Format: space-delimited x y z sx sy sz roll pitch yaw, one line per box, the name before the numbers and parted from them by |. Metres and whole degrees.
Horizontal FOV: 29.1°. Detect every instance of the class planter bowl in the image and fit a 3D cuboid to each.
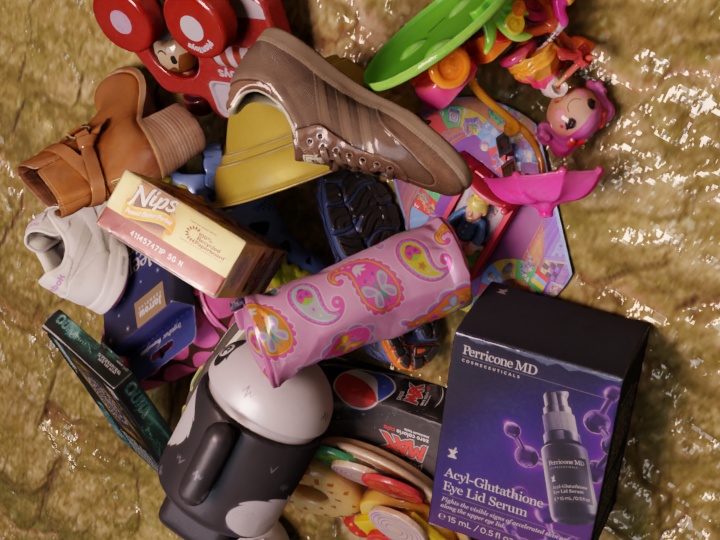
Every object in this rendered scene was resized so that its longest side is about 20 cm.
planter bowl | -0.047 -0.127 1.160 0.199 0.200 0.084 -13 103 38

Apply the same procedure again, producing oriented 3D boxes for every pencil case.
pencil case | -0.189 0.058 1.415 0.094 0.091 0.199 39 134 -24
pencil case | -0.005 0.025 1.164 0.199 0.087 0.088 -22 99 -5

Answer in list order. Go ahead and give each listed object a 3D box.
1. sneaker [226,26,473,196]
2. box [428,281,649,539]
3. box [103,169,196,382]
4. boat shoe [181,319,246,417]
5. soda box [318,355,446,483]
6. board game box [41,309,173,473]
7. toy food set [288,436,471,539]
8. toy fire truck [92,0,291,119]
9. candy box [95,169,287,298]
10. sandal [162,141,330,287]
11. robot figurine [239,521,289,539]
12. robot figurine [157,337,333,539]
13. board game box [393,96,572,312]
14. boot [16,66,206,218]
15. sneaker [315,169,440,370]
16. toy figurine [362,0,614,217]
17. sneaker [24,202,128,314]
sneaker | -0.011 -0.101 1.051 0.199 0.070 0.076 35 84 11
box | 0.150 0.132 1.183 0.147 0.104 0.202 14 118 19
box | -0.213 0.000 1.373 0.121 0.032 0.201 -35 54 39
boat shoe | -0.128 0.106 1.331 0.202 0.071 0.061 -65 36 33
soda box | 0.009 0.134 1.323 0.199 0.063 0.071 16 118 29
board game box | -0.234 0.137 1.389 0.135 0.028 0.201 33 157 39
toy food set | 0.015 0.225 1.316 0.200 0.049 0.198 43 150 -17
toy fire truck | -0.139 -0.207 1.261 0.199 0.112 0.169 10 134 32
candy box | -0.137 -0.027 1.172 0.115 0.200 0.056 32 92 6
sandal | -0.108 -0.054 1.316 0.199 0.087 0.080 35 161 -2
robot figurine | -0.138 0.329 1.477 0.170 0.112 0.201 45 131 34
robot figurine | -0.107 0.155 1.245 0.201 0.124 0.150 -61 27 19
board game box | 0.092 -0.047 1.200 0.157 0.039 0.202 -5 106 36
boot | -0.252 -0.117 1.312 0.200 0.155 0.077 38 150 46
sneaker | 0.000 0.000 1.267 0.078 0.075 0.202 -11 99 54
toy figurine | 0.132 -0.139 1.089 0.184 0.200 0.150 50 170 -18
sneaker | -0.279 -0.057 1.366 0.075 0.099 0.201 -41 45 37
